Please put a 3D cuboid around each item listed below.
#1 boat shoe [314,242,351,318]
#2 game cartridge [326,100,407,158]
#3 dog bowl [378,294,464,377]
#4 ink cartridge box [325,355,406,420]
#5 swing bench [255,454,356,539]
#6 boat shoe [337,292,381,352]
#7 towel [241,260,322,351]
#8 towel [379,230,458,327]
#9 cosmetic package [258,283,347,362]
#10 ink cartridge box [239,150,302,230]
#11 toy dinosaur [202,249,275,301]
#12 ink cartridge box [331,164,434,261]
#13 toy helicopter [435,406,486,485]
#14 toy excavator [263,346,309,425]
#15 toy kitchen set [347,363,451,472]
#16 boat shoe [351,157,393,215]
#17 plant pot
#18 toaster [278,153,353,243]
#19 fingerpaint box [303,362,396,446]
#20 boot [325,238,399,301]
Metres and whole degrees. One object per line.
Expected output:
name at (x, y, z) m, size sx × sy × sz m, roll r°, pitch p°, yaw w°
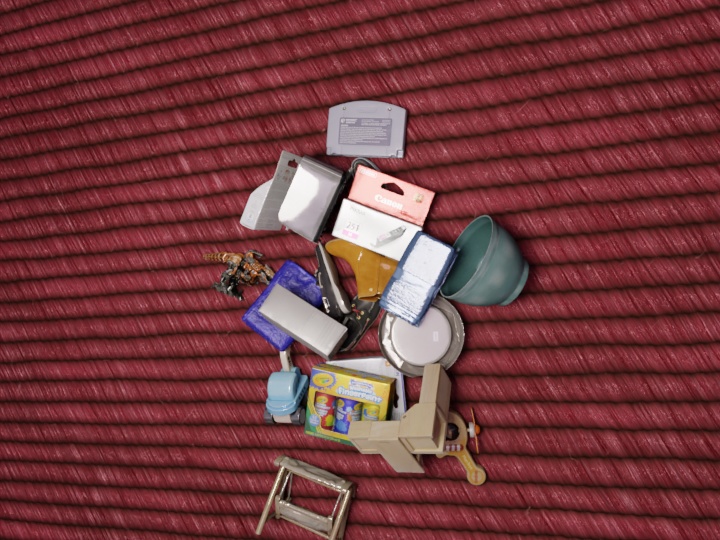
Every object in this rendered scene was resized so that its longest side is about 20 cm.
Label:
boat shoe at (-0.083, 0.025, 1.440) m, size 0.060 × 0.074 × 0.201 m, roll -26°, pitch 70°, yaw 12°
game cartridge at (0.016, -0.346, 1.431) m, size 0.198 × 0.041 × 0.134 m, roll 6°, pitch 98°, yaw 17°
dog bowl at (0.143, 0.151, 1.378) m, size 0.198 × 0.059 × 0.202 m, roll -1°, pitch 83°, yaw 7°
ink cartridge box at (0.019, 0.315, 1.454) m, size 0.198 × 0.041 × 0.202 m, roll -5°, pitch 91°, yaw 17°
swing bench at (-0.129, 0.585, 1.470) m, size 0.197 × 0.130 × 0.202 m, roll 17°, pitch 92°, yaw 17°
boat shoe at (-0.006, 0.115, 1.444) m, size 0.073 × 0.063 × 0.202 m, roll 33°, pitch 100°, yaw 18°
towel at (-0.189, 0.085, 1.468) m, size 0.147 × 0.050 × 0.201 m, roll 34°, pitch 77°, yaw 14°
towel at (0.129, 0.017, 1.322) m, size 0.111 × 0.048 × 0.201 m, roll 30°, pitch 100°, yaw 15°
cosmetic package at (-0.133, 0.125, 1.382) m, size 0.199 × 0.107 × 0.090 m, roll 35°, pitch 77°, yaw 8°
ink cartridge box at (-0.212, -0.198, 1.444) m, size 0.047 × 0.160 × 0.201 m, roll 24°, pitch 99°, yaw 14°
toy dinosaur at (-0.323, 0.003, 1.540) m, size 0.199 × 0.102 × 0.137 m, roll 18°, pitch 83°, yaw 34°
ink cartridge box at (0.053, -0.131, 1.360) m, size 0.199 × 0.044 × 0.175 m, roll 21°, pitch 104°, yaw 7°
toy helicopter at (0.242, 0.415, 1.382) m, size 0.132 × 0.079 × 0.201 m, roll -33°, pitch 93°, yaw 7°
toy excavator at (-0.183, 0.262, 1.477) m, size 0.099 × 0.195 × 0.201 m, roll -1°, pitch 120°, yaw 18°
toy kitchen set at (0.107, 0.341, 1.331) m, size 0.198 × 0.164 × 0.181 m, roll -9°, pitch 45°, yaw 26°
boat shoe at (0.035, -0.190, 1.419) m, size 0.068 × 0.057 × 0.201 m, roll -31°, pitch 83°, yaw 17°
plant pot at (0.284, -0.002, 1.292) m, size 0.133 × 0.200 × 0.201 m, roll 28°, pitch 101°, yaw -13°
toaster at (-0.109, -0.180, 1.391) m, size 0.118 × 0.181 × 0.201 m, roll 24°, pitch 100°, yaw -8°
fingerpaint box at (-0.026, 0.327, 1.408) m, size 0.198 × 0.073 × 0.168 m, roll 10°, pitch 96°, yaw 15°
boot at (0.001, 0.000, 1.406) m, size 0.199 × 0.071 × 0.145 m, roll 5°, pitch 65°, yaw 11°
